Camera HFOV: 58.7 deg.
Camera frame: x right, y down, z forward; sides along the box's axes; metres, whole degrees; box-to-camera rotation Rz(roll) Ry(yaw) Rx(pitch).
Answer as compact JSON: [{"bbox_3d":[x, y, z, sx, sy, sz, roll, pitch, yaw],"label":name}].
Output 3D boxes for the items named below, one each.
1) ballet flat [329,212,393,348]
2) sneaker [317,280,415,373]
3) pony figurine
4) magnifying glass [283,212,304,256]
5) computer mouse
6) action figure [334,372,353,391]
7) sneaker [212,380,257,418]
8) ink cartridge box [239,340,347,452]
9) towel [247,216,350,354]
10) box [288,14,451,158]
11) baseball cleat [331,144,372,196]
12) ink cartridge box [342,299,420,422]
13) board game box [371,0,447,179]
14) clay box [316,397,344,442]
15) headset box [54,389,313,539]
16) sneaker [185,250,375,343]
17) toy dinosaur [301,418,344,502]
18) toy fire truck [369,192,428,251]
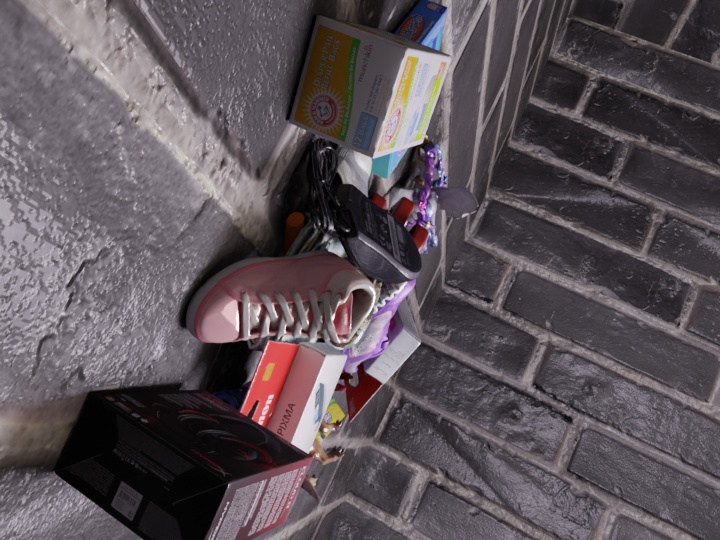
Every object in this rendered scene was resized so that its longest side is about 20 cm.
[{"bbox_3d":[0.000,0.000,0.817,0.202,0.067,0.076,-62,148,-36],"label":"ballet flat"},{"bbox_3d":[0.014,0.072,0.902,0.200,0.088,0.081,-46,-154,21],"label":"sneaker"},{"bbox_3d":[0.124,-0.131,1.232,0.202,0.163,0.195,95,-9,-47],"label":"pony figurine"},{"bbox_3d":[-0.089,0.006,0.828,0.080,0.022,0.202,-55,163,-40],"label":"magnifying glass"},{"bbox_3d":[-0.003,-0.049,0.746,0.052,0.199,0.140,-30,-138,26],"label":"computer mouse"},{"bbox_3d":[-0.040,0.078,0.978,0.065,0.051,0.204,-41,125,-65],"label":"action figure"},{"bbox_3d":[-0.149,0.178,0.770,0.200,0.074,0.089,-46,157,-58],"label":"sneaker"},{"bbox_3d":[-0.094,0.186,0.762,0.203,0.044,0.176,-68,163,-1],"label":"ink cartridge box"},{"bbox_3d":[-0.068,0.028,0.817,0.173,0.048,0.200,-63,168,-1],"label":"towel"},{"bbox_3d":[0.017,-0.202,0.706,0.200,0.100,0.114,-37,148,-65],"label":"box"},{"bbox_3d":[-0.024,-0.082,0.858,0.107,0.069,0.202,-55,153,-30],"label":"baseball cleat"},{"bbox_3d":[0.014,0.120,1.044,0.174,0.043,0.201,-49,-161,14],"label":"ink cartridge box"},{"bbox_3d":[0.062,-0.256,0.920,0.153,0.044,0.202,-58,165,-34],"label":"board game box"},{"bbox_3d":[-0.110,0.293,1.092,0.114,0.048,0.200,-37,175,18],"label":"clay box"},{"bbox_3d":[-0.143,0.175,0.582,0.076,0.147,0.200,-64,160,-1],"label":"headset box"},{"bbox_3d":[-0.069,0.035,0.648,0.198,0.104,0.077,-17,124,-38],"label":"sneaker"},{"bbox_3d":[-0.100,0.224,0.893,0.085,0.135,0.203,-35,-140,32],"label":"toy dinosaur"},{"bbox_3d":[0.016,-0.024,1.061,0.202,0.111,0.168,-61,-170,-20],"label":"toy fire truck"}]
